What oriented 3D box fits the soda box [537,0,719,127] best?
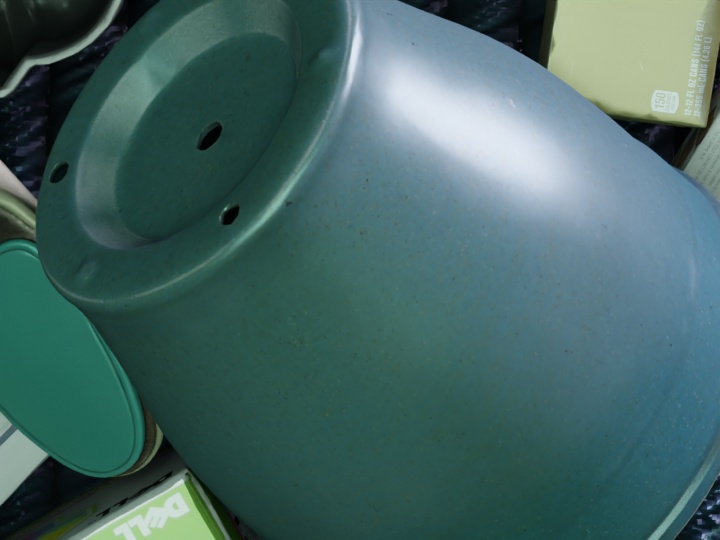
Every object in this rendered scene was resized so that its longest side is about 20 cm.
[{"bbox_3d":[0.110,-0.157,0.812,0.063,0.068,0.202,7,95,1],"label":"soda box"}]

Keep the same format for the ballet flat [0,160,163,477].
[{"bbox_3d":[-0.133,-0.016,0.768,0.069,0.070,0.200,-38,107,4],"label":"ballet flat"}]

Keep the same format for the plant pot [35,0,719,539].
[{"bbox_3d":[0.000,0.000,0.726,0.200,0.200,0.188,-48,127,4],"label":"plant pot"}]

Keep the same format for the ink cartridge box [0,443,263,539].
[{"bbox_3d":[-0.104,0.136,0.775,0.147,0.200,0.076,-30,94,3],"label":"ink cartridge box"}]

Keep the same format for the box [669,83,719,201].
[{"bbox_3d":[0.151,-0.056,0.815,0.041,0.039,0.201,28,107,-3],"label":"box"}]

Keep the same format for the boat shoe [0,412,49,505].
[{"bbox_3d":[-0.153,0.057,0.833,0.200,0.074,0.065,-45,97,3],"label":"boat shoe"}]

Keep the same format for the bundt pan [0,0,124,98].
[{"bbox_3d":[-0.159,-0.161,0.811,0.200,0.076,0.204,0,95,2],"label":"bundt pan"}]
